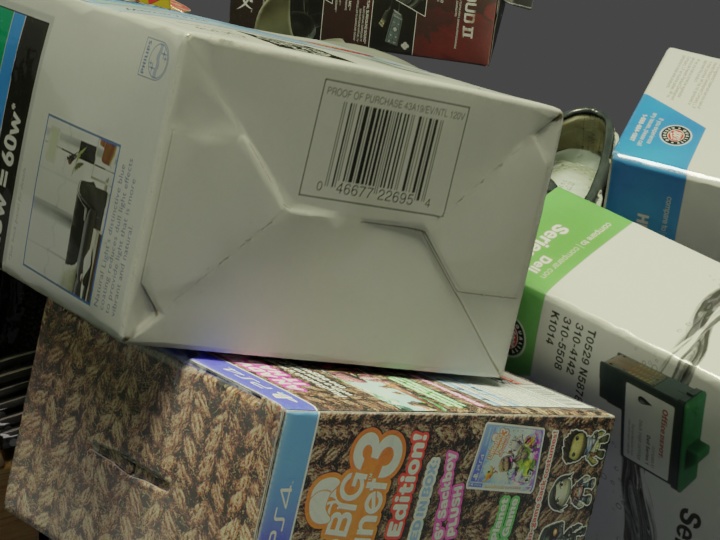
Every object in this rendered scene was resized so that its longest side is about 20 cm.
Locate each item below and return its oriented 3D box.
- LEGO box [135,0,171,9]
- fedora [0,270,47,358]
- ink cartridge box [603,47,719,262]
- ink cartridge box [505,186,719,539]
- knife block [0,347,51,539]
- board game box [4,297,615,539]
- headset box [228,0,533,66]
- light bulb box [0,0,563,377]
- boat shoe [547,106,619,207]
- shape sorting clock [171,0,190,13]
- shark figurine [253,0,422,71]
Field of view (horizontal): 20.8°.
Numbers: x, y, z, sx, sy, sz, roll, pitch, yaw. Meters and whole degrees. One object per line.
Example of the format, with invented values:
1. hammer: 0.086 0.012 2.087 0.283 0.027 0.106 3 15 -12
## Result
1. LEGO box: -0.175 -0.083 1.026 0.148 0.201 0.077 2 18 19
2. fedora: -0.243 0.014 0.974 0.200 0.202 0.092 4 4 -1
3. ink cartridge box: 0.256 -0.047 1.165 0.199 0.086 0.147 17 37 14
4. ink cartridge box: 0.145 0.073 0.926 0.200 0.147 0.084 27 41 30
5. knife block: -0.188 0.112 0.915 0.200 0.175 0.064 -46 41 7
6. board game box: -0.021 0.082 0.844 0.199 0.097 0.159 5 11 -44
7. headset box: 0.022 -0.206 1.353 0.199 0.078 0.149 9 24 4
8. light bulb box: -0.056 -0.044 0.861 0.198 0.125 0.200 8 10 -37
9. boat shoe: 0.100 -0.032 1.144 0.075 0.061 0.200 12 35 15
10. shape sorting clock: -0.142 -0.164 1.245 0.199 0.039 0.200 27 7 -4
11. shark figurine: 0.001 -0.109 1.179 0.213 0.129 0.090 11 26 -3
